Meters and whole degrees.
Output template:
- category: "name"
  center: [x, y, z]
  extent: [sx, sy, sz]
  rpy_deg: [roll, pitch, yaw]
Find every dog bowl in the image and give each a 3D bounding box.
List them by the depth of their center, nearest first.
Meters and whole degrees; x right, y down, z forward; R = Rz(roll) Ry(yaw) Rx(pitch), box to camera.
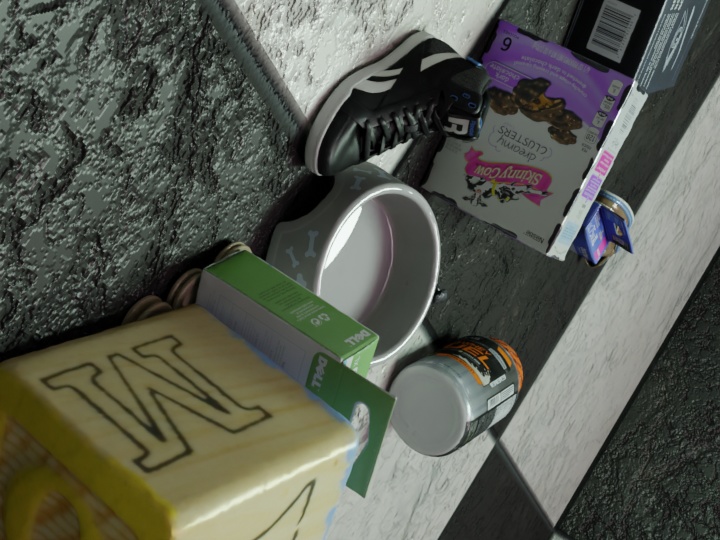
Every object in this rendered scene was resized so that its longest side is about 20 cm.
- category: "dog bowl"
  center: [0.000, 0.000, 1.134]
  extent: [0.199, 0.058, 0.203]
  rpy_deg: [-21, 119, -43]

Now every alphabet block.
- category: "alphabet block"
  center: [-0.150, 0.169, 0.890]
  extent: [0.199, 0.195, 0.198]
  rpy_deg: [-16, 132, -52]

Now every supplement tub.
- category: "supplement tub"
  center: [0.131, 0.157, 1.577]
  extent: [0.199, 0.122, 0.124]
  rpy_deg: [-21, 135, -58]

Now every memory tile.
- category: "memory tile"
  center: [-0.150, 0.078, 1.039]
  extent: [0.153, 0.017, 0.202]
  rpy_deg: [-40, 150, -41]

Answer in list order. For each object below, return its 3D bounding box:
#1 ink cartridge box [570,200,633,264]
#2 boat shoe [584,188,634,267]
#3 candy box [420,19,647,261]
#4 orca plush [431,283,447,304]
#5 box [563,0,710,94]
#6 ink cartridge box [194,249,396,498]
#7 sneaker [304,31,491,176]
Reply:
- category: "ink cartridge box"
  center: [0.220, -0.072, 1.400]
  extent: [0.042, 0.199, 0.119]
  rpy_deg: [-57, 156, -8]
- category: "boat shoe"
  center: [0.390, -0.060, 1.931]
  extent: [0.073, 0.072, 0.200]
  rpy_deg: [-53, 156, -13]
- category: "candy box"
  center: [0.184, -0.138, 1.292]
  extent: [0.202, 0.167, 0.071]
  rpy_deg: [-64, 156, 8]
- category: "orca plush"
  center: [0.022, 0.018, 1.304]
  extent: [0.199, 0.072, 0.105]
  rpy_deg: [-17, 177, -45]
- category: "box"
  center: [0.350, -0.310, 1.522]
  extent: [0.199, 0.104, 0.150]
  rpy_deg: [-21, 135, -57]
- category: "ink cartridge box"
  center: [-0.048, 0.080, 0.975]
  extent: [0.059, 0.199, 0.105]
  rpy_deg: [-27, 141, -52]
- category: "sneaker"
  center: [0.047, -0.138, 1.078]
  extent: [0.200, 0.111, 0.074]
  rpy_deg: [-46, 152, -32]
